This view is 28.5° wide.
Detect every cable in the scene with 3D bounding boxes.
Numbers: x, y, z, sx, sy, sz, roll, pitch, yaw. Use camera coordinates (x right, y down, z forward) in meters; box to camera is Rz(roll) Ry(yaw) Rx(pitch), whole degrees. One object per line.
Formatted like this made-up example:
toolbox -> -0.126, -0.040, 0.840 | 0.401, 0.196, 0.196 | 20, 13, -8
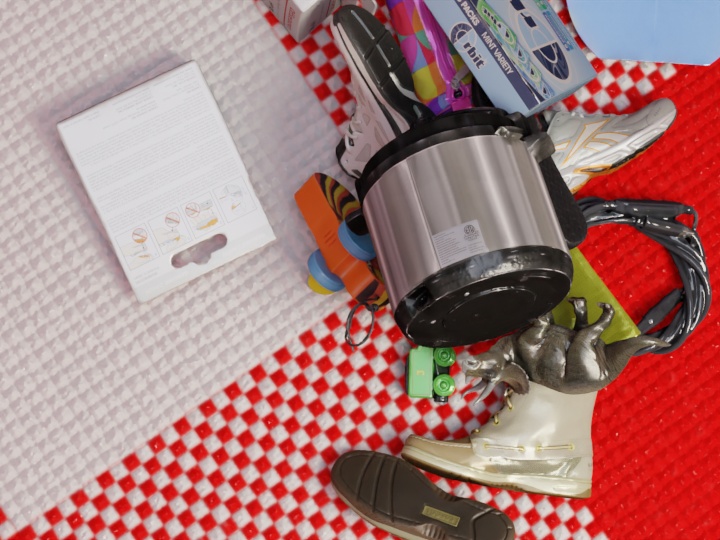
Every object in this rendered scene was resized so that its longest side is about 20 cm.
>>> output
cable -> 0.265, 0.006, 1.472 | 0.197, 0.051, 0.166 | 1, 90, -12

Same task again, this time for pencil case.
pencil case -> 0.073, -0.249, 1.460 | 0.087, 0.088, 0.202 | -21, 85, -7

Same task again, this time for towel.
towel -> 0.187, 0.008, 1.418 | 0.086, 0.018, 0.201 | -38, 75, 11

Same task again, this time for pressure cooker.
pressure cooker -> 0.093, -0.051, 1.302 | 0.174, 0.179, 0.202 | -5, 64, -27

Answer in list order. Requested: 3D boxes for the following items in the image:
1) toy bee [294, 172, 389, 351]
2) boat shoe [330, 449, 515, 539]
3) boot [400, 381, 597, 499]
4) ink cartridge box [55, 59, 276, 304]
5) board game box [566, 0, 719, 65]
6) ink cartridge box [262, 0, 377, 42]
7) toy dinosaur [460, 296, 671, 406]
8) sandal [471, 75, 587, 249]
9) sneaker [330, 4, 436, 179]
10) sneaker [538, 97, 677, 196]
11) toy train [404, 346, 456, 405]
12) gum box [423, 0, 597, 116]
toy bee -> 0.000, 0.000, 1.424 | 0.108, 0.130, 0.203 | 18, 61, -43
boat shoe -> 0.059, 0.249, 1.417 | 0.198, 0.077, 0.072 | 25, 62, 20
boot -> 0.146, 0.142, 1.437 | 0.197, 0.072, 0.157 | 10, 82, -5
ink cartridge box -> -0.196, -0.091, 1.447 | 0.161, 0.050, 0.202 | -25, 95, -8
board game box -> 0.314, -0.298, 1.512 | 0.197, 0.039, 0.161 | 3, 89, 0
ink cartridge box -> -0.075, -0.310, 1.437 | 0.067, 0.116, 0.200 | -40, 88, -8
toy dinosaur -> 0.198, 0.079, 1.371 | 0.197, 0.077, 0.104 | 3, 96, 12
sandal -> 0.157, -0.107, 1.409 | 0.075, 0.045, 0.202 | -30, 93, -44
sneaker -> 0.002, -0.158, 1.416 | 0.114, 0.076, 0.202 | -21, 111, 33
sneaker -> 0.234, -0.140, 1.472 | 0.198, 0.076, 0.093 | -30, 83, -8
toy train -> 0.072, 0.036, 1.456 | 0.056, 0.042, 0.203 | 1, 84, 6
gum box -> 0.148, -0.240, 1.417 | 0.044, 0.200, 0.171 | -34, 89, 29
